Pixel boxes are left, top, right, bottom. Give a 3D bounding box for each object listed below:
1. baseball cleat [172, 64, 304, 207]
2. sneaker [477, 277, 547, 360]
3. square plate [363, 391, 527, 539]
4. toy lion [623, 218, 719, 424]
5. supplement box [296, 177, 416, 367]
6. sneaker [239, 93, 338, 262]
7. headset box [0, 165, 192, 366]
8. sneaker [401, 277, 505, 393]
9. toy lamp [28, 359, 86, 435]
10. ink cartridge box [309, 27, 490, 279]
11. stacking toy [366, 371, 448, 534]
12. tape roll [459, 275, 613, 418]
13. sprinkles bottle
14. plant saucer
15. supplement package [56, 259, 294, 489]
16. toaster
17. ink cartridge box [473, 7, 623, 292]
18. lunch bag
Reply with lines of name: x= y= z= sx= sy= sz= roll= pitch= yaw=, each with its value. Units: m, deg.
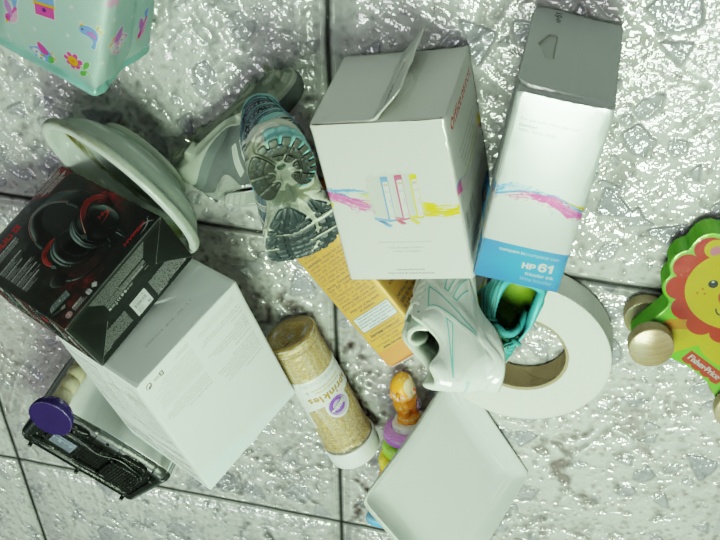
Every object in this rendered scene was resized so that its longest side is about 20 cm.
baseball cleat: x=-0.102 y=-0.129 z=1.057 sx=0.106 sy=0.070 sz=0.199 roll=39 pitch=140 yaw=-25
sneaker: x=0.138 y=0.050 z=1.068 sx=0.077 sy=0.080 sz=0.201 roll=21 pitch=132 yaw=-1
square plate: x=0.100 y=0.252 z=1.237 sx=0.028 sy=0.200 sz=0.199 roll=2 pitch=135 yaw=49
toy lion: x=0.376 y=0.043 z=1.057 sx=0.199 sy=0.069 sz=0.192 roll=35 pitch=123 yaw=-14
supplement box: x=0.000 y=0.000 z=1.104 sx=0.069 sy=0.067 sz=0.200 roll=-34 pitch=103 yaw=35
sneaker: x=-0.069 y=-0.087 z=0.992 sx=0.077 sy=0.087 sz=0.201 roll=-17 pitch=147 yaw=-7
headset box: x=-0.298 y=-0.012 z=1.104 sx=0.199 sy=0.149 sz=0.075 roll=26 pitch=159 yaw=36
sneaker: x=0.077 y=0.035 z=1.046 sx=0.079 sy=0.201 sz=0.071 roll=-4 pitch=138 yaw=-17
toy lamp: x=-0.314 y=0.096 z=1.214 sx=0.058 sy=0.201 sz=0.059 roll=8 pitch=130 yaw=10
ink cartridge box: x=0.042 y=-0.109 z=0.979 sx=0.124 sy=0.129 sz=0.201 roll=-1 pitch=128 yaw=18
stacking toy: x=0.063 y=0.211 z=1.278 sx=0.109 sy=0.116 sz=0.202 roll=4 pitch=117 yaw=24
tape roll: x=0.176 y=0.081 z=1.159 sx=0.201 sy=0.037 sz=0.204 roll=9 pitch=131 yaw=11
sprinkles bottle: x=-0.044 y=0.148 z=1.265 sx=0.068 sy=0.069 sz=0.201 roll=-11 pitch=125 yaw=25
plant saucer: x=-0.236 y=-0.099 z=1.092 sx=0.199 sy=0.050 sz=0.200 roll=35 pitch=164 yaw=11
supplement package: x=-0.199 y=0.103 z=1.164 sx=0.150 sy=0.152 sz=0.201 roll=25 pitch=151 yaw=36
toaster: x=-0.314 y=0.190 z=1.328 sx=0.180 sy=0.119 sz=0.200 roll=33 pitch=149 yaw=-12
ink cartridge box: x=0.164 y=-0.106 z=0.931 sx=0.084 sy=0.145 sz=0.201 roll=12 pitch=132 yaw=6
lunch bag: x=-0.285 y=-0.281 z=0.940 sx=0.199 sy=0.122 sz=0.171 roll=28 pitch=135 yaw=4
